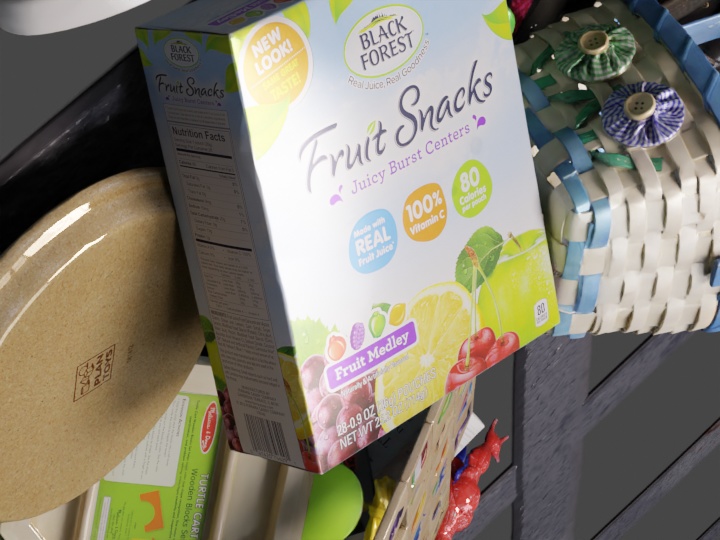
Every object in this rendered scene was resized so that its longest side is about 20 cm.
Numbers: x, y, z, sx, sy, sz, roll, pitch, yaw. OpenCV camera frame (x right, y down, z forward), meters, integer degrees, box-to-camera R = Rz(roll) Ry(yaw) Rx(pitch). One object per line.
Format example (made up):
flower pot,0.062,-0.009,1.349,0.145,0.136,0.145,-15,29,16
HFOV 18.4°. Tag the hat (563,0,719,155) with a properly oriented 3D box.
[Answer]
hat,0.175,-0.149,1.256,0.200,0.081,0.201,-25,158,-11

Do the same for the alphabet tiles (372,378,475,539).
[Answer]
alphabet tiles,0.028,0.132,1.175,0.200,0.008,0.168,89,23,-64

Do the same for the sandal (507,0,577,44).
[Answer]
sandal,0.073,-0.120,1.153,0.200,0.045,0.075,-37,158,-25

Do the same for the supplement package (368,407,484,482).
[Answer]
supplement package,-0.043,0.115,1.275,0.200,0.114,0.110,-46,162,0

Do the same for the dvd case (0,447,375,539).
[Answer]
dvd case,-0.087,0.139,1.164,0.199,0.022,0.147,-17,120,-13

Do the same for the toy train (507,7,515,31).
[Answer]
toy train,0.041,-0.124,1.071,0.056,0.042,0.200,33,101,-33

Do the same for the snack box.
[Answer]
snack box,0.000,-0.038,0.984,0.168,0.067,0.201,-30,116,-39

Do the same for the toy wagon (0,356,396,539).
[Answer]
toy wagon,-0.080,0.110,1.112,0.199,0.040,0.156,8,99,-21

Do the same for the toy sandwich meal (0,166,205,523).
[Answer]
toy sandwich meal,-0.145,0.031,0.984,0.205,0.070,0.206,-41,152,-28

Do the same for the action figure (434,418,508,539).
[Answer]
action figure,0.050,0.109,1.355,0.065,0.201,0.052,-26,126,22

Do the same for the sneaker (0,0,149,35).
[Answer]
sneaker,-0.061,-0.165,0.794,0.200,0.073,0.085,-36,128,-11

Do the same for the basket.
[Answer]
basket,0.161,-0.055,1.106,0.199,0.177,0.140,-12,135,-22

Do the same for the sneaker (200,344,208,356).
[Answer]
sneaker,-0.040,0.048,1.182,0.200,0.070,0.082,-33,155,-6
